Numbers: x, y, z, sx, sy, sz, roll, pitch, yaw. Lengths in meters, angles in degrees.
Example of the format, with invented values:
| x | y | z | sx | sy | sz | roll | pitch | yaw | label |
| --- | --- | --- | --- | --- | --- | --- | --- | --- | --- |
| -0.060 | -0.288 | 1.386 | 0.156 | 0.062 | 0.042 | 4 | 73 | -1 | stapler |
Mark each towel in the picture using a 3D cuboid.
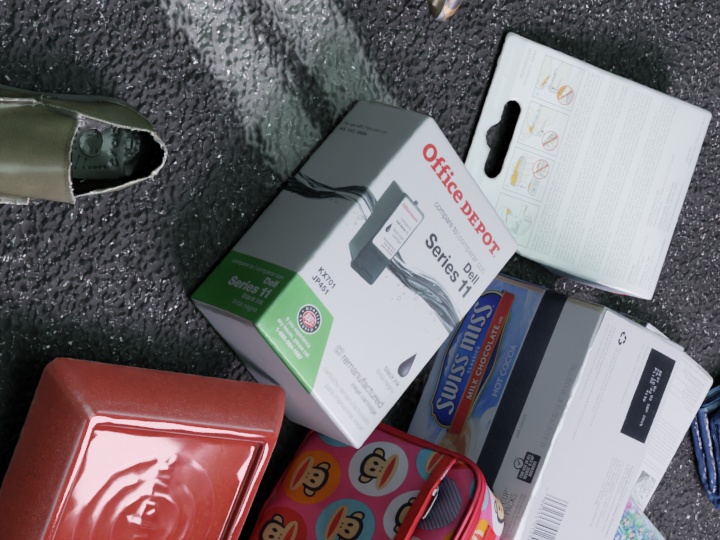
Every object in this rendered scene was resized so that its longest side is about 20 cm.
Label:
| x | y | z | sx | sy | sz | roll | pitch | yaw | label |
| --- | --- | --- | --- | --- | --- | --- | --- | --- | --- |
| 0.371 | 0.125 | 1.861 | 0.200 | 0.049 | 0.112 | -28 | 118 | -33 | towel |

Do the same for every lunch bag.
| x | y | z | sx | sy | sz | roll | pitch | yaw | label |
| --- | --- | --- | --- | --- | --- | --- | --- | --- | --- |
| 0.009 | 0.213 | 1.479 | 0.200 | 0.176 | 0.082 | -61 | 151 | -18 | lunch bag |

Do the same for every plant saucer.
| x | y | z | sx | sy | sz | roll | pitch | yaw | label |
| --- | --- | --- | --- | --- | --- | --- | --- | --- | --- |
| -0.150 | 0.164 | 1.407 | 0.200 | 0.037 | 0.200 | 11 | 106 | -41 | plant saucer |

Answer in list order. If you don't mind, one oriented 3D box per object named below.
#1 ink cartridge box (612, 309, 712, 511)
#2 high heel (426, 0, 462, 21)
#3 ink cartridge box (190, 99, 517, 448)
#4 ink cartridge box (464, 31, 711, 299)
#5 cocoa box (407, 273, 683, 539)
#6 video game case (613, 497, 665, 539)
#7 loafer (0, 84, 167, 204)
| x | y | z | sx | sy | sz | roll | pitch | yaw | label |
| --- | --- | --- | --- | --- | --- | --- | --- | --- | --- |
| 0.200 | 0.145 | 1.719 | 0.109 | 0.050 | 0.200 | 38 | 79 | -40 | ink cartridge box |
| 0.114 | -0.265 | 1.523 | 0.142 | 0.071 | 0.200 | 13 | 87 | -40 | high heel |
| 0.000 | 0.000 | 1.487 | 0.200 | 0.083 | 0.147 | -51 | 128 | -18 | ink cartridge box |
| 0.164 | -0.079 | 1.647 | 0.200 | 0.050 | 0.162 | 18 | 90 | -24 | ink cartridge box |
| 0.130 | 0.118 | 1.589 | 0.133 | 0.131 | 0.200 | 26 | 84 | -51 | cocoa box |
| 0.172 | 0.283 | 1.702 | 0.200 | 0.024 | 0.182 | -45 | 136 | -4 | video game case |
| -0.204 | -0.079 | 1.301 | 0.200 | 0.070 | 0.075 | -9 | 107 | -39 | loafer |
